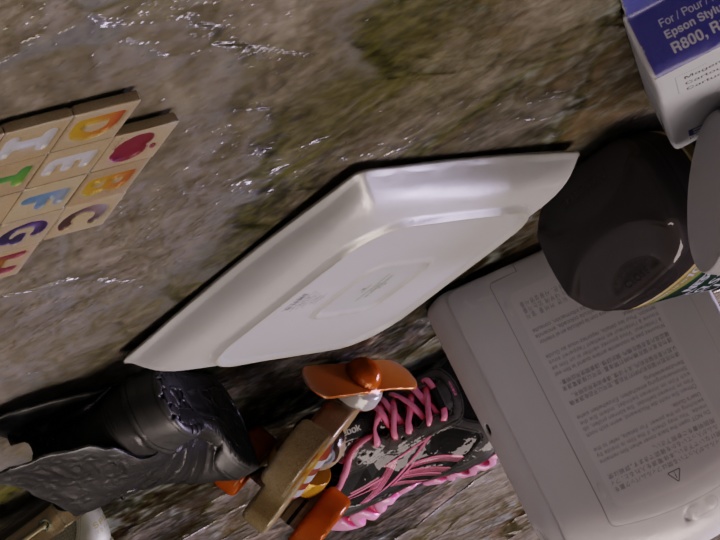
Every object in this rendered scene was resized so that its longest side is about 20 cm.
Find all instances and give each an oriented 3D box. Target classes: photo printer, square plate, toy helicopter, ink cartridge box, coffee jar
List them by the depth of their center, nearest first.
[{"bbox_3d":[0.230,-0.143,1.510,0.196,0.043,0.200,-28,167,4],"label":"ink cartridge box"},{"bbox_3d":[0.000,0.000,1.621,0.200,0.029,0.198,-38,162,35],"label":"square plate"},{"bbox_3d":[0.194,-0.034,1.728,0.199,0.086,0.104,-9,156,-48],"label":"coffee jar"},{"bbox_3d":[0.156,0.077,1.813,0.166,0.201,0.069,-24,165,-11],"label":"photo printer"},{"bbox_3d":[-0.026,0.104,1.817,0.132,0.079,0.200,-51,177,1],"label":"toy helicopter"}]

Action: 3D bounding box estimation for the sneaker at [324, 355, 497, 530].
[{"bbox_3d":[0.022,0.105,1.950,0.200,0.079,0.095,-34,152,22],"label":"sneaker"}]

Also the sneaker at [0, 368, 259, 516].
[{"bbox_3d":[-0.133,0.098,1.673,0.104,0.060,0.200,-27,163,9],"label":"sneaker"}]

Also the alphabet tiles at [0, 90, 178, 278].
[{"bbox_3d":[-0.178,-0.021,1.285,0.199,0.006,0.166,-17,162,-34],"label":"alphabet tiles"}]

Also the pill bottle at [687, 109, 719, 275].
[{"bbox_3d":[0.277,-0.034,1.563,0.199,0.114,0.113,4,158,-10],"label":"pill bottle"}]

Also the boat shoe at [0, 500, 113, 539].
[{"bbox_3d":[-0.244,0.188,1.800,0.200,0.063,0.073,-21,-170,3],"label":"boat shoe"}]
